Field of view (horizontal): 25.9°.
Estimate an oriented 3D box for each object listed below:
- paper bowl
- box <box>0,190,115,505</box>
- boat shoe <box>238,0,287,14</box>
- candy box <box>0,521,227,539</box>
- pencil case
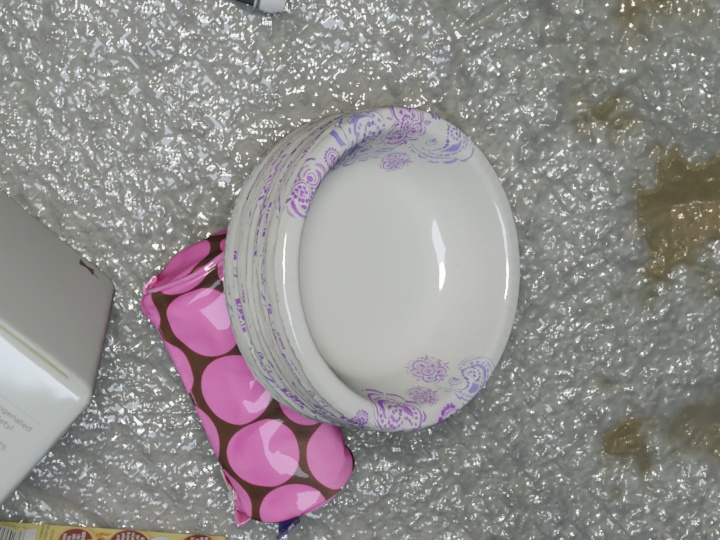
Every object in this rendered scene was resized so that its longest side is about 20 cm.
[{"bbox_3d":[0.000,0.000,1.000,0.199,0.104,0.203,2,87,-39],"label":"paper bowl"},{"bbox_3d":[-0.281,0.042,0.972,0.200,0.199,0.171,41,101,-15],"label":"box"},{"bbox_3d":[-0.049,-0.258,0.958,0.056,0.069,0.202,14,109,-8],"label":"boat shoe"},{"bbox_3d":[-0.198,0.247,1.123,0.197,0.055,0.117,5,108,-5],"label":"candy box"},{"bbox_3d":[-0.079,0.075,1.059,0.093,0.091,0.202,-20,107,8],"label":"pencil case"}]
